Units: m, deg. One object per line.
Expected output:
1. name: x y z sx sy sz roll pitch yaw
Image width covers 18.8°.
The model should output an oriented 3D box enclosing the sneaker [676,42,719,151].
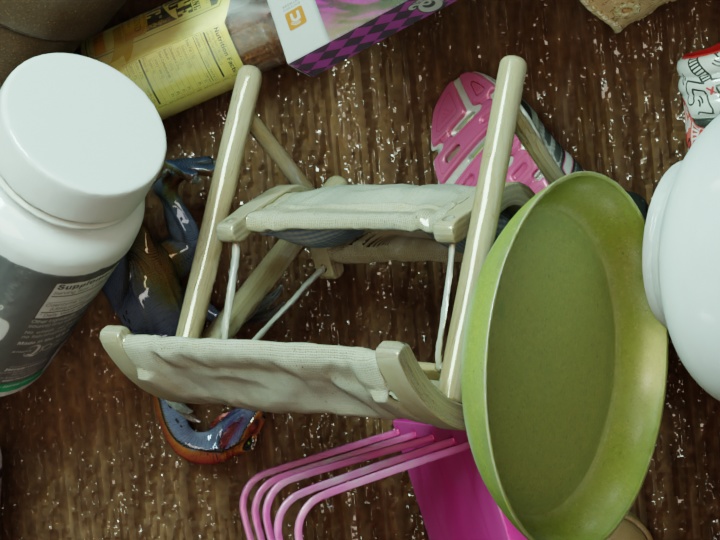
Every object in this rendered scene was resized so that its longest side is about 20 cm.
1. sneaker: 0.284 -0.109 1.265 0.201 0.067 0.108 -15 97 9

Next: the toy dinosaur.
1. toy dinosaur: -0.114 0.022 1.324 0.105 0.200 0.182 -14 118 -31

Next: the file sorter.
1. file sorter: 0.015 0.168 1.225 0.125 0.200 0.139 -18 91 -12

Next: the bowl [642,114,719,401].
1. bowl: 0.214 -0.011 1.187 0.090 0.201 0.202 7 94 34

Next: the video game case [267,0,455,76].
1. video game case: 0.022 -0.229 1.183 0.200 0.036 0.182 -25 71 21

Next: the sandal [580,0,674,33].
1. sandal: 0.143 -0.176 1.288 0.211 0.078 0.070 4 125 12

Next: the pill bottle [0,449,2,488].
1. pill bottle: -0.274 0.150 1.308 0.115 0.116 0.201 5 93 5

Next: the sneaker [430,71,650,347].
1. sneaker: 0.118 -0.035 1.288 0.074 0.087 0.200 -49 65 26

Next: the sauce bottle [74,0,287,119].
1. sauce bottle: -0.079 -0.142 1.302 0.199 0.066 0.066 -23 91 4

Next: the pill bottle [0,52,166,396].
1. pill bottle: -0.189 -0.024 1.218 0.113 0.113 0.200 41 134 2

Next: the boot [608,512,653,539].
1. boot: 0.121 0.233 1.232 0.066 0.200 0.176 27 96 -1

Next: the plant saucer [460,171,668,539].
1. plant saucer: 0.104 0.048 1.138 0.031 0.200 0.201 3 94 33

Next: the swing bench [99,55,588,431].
1. swing bench: 0.000 0.000 1.188 0.198 0.130 0.200 3 58 36

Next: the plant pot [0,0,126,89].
1. plant pot: -0.247 -0.155 1.247 0.200 0.200 0.198 40 114 2
